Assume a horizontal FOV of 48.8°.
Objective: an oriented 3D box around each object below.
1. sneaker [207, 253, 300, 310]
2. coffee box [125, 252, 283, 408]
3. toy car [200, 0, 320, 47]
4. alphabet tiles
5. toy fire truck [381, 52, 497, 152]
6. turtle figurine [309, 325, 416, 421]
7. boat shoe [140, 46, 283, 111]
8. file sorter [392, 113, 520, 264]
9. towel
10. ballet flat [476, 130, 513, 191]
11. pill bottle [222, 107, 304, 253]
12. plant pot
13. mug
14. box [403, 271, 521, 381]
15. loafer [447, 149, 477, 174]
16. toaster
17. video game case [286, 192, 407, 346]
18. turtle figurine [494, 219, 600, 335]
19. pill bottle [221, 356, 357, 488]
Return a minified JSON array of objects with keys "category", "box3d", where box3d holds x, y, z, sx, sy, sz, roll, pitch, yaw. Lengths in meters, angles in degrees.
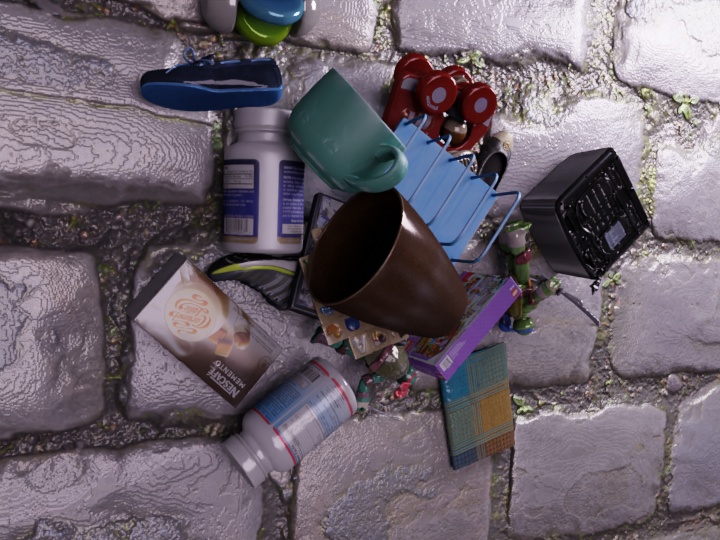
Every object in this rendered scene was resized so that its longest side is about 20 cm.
[{"category":"sneaker","box3d":[-0.134,0.019,1.199,0.197,0.074,0.082,4,97,-26]},{"category":"coffee box","box3d":[-0.224,0.086,1.148,0.115,0.079,0.200,-48,114,-12]},{"category":"toy car","box3d":[-0.129,-0.423,1.115,0.172,0.149,0.204,-4,97,-28]},{"category":"alphabet tiles","box3d":[0.000,0.022,1.192,0.164,0.006,0.203,-20,90,-27]},{"category":"toy fire truck","box3d":[0.122,-0.248,1.303,0.197,0.112,0.170,7,117,-30]},{"category":"turtle figurine","box3d":[0.024,0.136,1.270,0.200,0.100,0.150,42,50,-9]},{"category":"boat shoe","box3d":[-0.211,-0.269,1.125,0.197,0.084,0.070,-1,73,-19]},{"category":"file sorter","box3d":[0.119,-0.118,1.192,0.199,0.123,0.140,36,84,-14]},{"category":"towel","box3d":[0.211,0.242,1.432,0.145,0.022,0.204,-14,103,-25]},{"category":"ballet flat","box3d":[0.223,-0.152,1.380,0.066,0.057,0.202,30,81,-28]},{"category":"pill bottle","box3d":[-0.140,-0.129,1.153,0.118,0.119,0.204,0,94,-28]},{"category":"plant pot","box3d":[0.058,0.010,1.134,0.199,0.186,0.189,34,79,-32]},{"category":"mug","box3d":[-0.025,-0.177,1.078,0.114,0.185,0.152,-43,110,7]},{"category":"box","box3d":[0.161,0.087,1.324,0.200,0.136,0.039,-47,112,-16]},{"category":"loafer","box3d":[0.101,-0.141,1.296,0.198,0.068,0.076,-30,126,-13]},{"category":"toaster","box3d":[0.409,-0.094,1.451,0.200,0.118,0.182,-42,111,-19]},{"category":"video game case","box3d":[0.000,0.000,1.213,0.197,0.025,0.184,19,74,-23]},{"category":"turtle figurine","box3d":[0.318,0.006,1.402,0.144,0.197,0.197,-32,107,-58]},{"category":"pill bottle","box3d":[-0.108,0.232,1.208,0.199,0.108,0.110,-37,110,-20]}]
